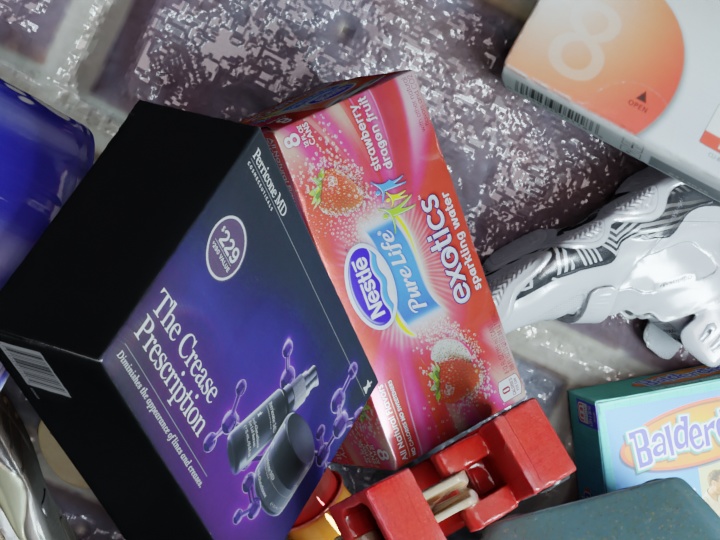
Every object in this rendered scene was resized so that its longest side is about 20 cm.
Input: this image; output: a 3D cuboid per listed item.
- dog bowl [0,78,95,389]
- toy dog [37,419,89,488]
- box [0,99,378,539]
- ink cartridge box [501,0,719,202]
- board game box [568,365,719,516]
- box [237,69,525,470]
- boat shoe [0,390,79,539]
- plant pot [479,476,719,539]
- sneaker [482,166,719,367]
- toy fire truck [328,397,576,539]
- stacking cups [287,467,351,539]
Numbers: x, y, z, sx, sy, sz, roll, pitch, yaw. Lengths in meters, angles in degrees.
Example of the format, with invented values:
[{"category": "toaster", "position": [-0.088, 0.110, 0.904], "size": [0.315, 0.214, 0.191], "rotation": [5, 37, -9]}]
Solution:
[{"category": "dog bowl", "position": [-0.212, 0.000, 0.966], "size": [0.079, 0.200, 0.200], "rotation": [27, 87, -20]}, {"category": "toy dog", "position": [-0.117, 0.135, 1.065], "size": [0.132, 0.096, 0.201], "rotation": [-7, 80, -47]}, {"category": "box", "position": [-0.079, 0.040, 0.934], "size": [0.141, 0.079, 0.200], "rotation": [-61, 147, -28]}, {"category": "ink cartridge box", "position": [0.198, -0.158, 1.125], "size": [0.162, 0.050, 0.200], "rotation": [28, 85, 8]}, {"category": "board game box", "position": [0.214, 0.161, 1.202], "size": [0.152, 0.045, 0.201], "rotation": [-8, 99, -16]}, {"category": "box", "position": [0.000, 0.000, 1.080], "size": [0.100, 0.095, 0.200], "rotation": [-26, 104, -30]}, {"category": "boat shoe", "position": [-0.193, 0.161, 1.065], "size": [0.073, 0.075, 0.200], "rotation": [-22, 99, 1]}, {"category": "plant pot", "position": [0.152, 0.230, 1.070], "size": [0.195, 0.196, 0.200], "rotation": [-15, 66, 10]}, {"category": "sneaker", "position": [0.156, 0.017, 1.152], "size": [0.200, 0.075, 0.115], "rotation": [-29, 101, -16]}, {"category": "toy fire truck", "position": [0.037, 0.124, 1.028], "size": [0.141, 0.200, 0.049], "rotation": [-27, 84, -22]}, {"category": "stacking cups", "position": [0.005, 0.171, 1.112], "size": [0.060, 0.060, 0.200], "rotation": [-37, 114, -11]}]
